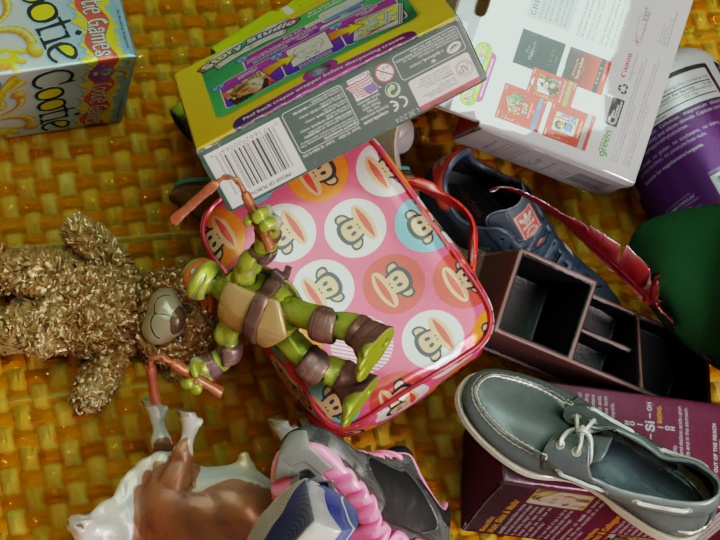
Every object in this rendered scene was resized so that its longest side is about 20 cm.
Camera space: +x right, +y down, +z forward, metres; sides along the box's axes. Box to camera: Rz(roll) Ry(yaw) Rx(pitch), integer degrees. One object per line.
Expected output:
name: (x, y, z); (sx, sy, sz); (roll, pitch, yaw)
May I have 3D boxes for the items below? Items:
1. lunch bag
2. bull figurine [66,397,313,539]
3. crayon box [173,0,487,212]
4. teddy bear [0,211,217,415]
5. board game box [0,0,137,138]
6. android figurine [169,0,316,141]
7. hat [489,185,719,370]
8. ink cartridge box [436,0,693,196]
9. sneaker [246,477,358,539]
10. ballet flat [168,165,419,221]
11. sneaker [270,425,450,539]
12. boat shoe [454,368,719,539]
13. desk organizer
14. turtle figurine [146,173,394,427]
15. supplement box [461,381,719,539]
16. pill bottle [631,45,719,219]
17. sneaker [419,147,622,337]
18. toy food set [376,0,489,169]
lunch bag: (0.000, 0.000, 1.433); (0.176, 0.082, 0.200); (-32, 81, -7)
bull figurine: (-0.110, 0.157, 1.425); (0.200, 0.065, 0.121); (5, 95, -20)
crayon box: (-0.027, -0.137, 1.430); (0.200, 0.173, 0.058); (-27, 114, 2)
teddy bear: (-0.203, 0.028, 1.475); (0.200, 0.067, 0.145); (23, 63, -2)
board game box: (-0.284, -0.166, 1.530); (0.200, 0.105, 0.103); (-11, 68, -18)
android figurine: (-0.047, -0.155, 1.561); (0.200, 0.041, 0.182); (-36, 41, -12)
hat: (0.210, 0.001, 1.519); (0.176, 0.200, 0.166); (3, 27, 19)
ink cartridge box: (0.149, -0.183, 1.547); (0.176, 0.084, 0.200); (21, 82, -10)
sneaker: (-0.037, 0.241, 1.368); (0.115, 0.199, 0.081); (24, 23, -16)
ballet flat: (-0.047, -0.040, 1.559); (0.200, 0.068, 0.072); (-4, 82, -21)
sneaker: (0.006, 0.156, 1.420); (0.079, 0.200, 0.095); (-10, 49, 31)
boat shoe: (0.162, 0.120, 1.398); (0.200, 0.062, 0.073); (30, 61, 1)
desk organizer: (0.176, 0.051, 1.519); (0.200, 0.077, 0.072); (23, 79, -19)
turtle figurine: (-0.063, 0.038, 1.352); (0.161, 0.200, 0.064); (30, 32, 12)
supplement box: (0.184, 0.148, 1.490); (0.200, 0.110, 0.086); (8, 62, -11)
pill bottle: (0.265, -0.101, 1.635); (0.112, 0.112, 0.200); (-19, 70, -22)
sneaker: (0.130, -0.019, 1.574); (0.200, 0.085, 0.075); (38, 61, 6)
toy food set: (0.025, -0.158, 1.610); (0.143, 0.060, 0.200); (13, 51, 37)
